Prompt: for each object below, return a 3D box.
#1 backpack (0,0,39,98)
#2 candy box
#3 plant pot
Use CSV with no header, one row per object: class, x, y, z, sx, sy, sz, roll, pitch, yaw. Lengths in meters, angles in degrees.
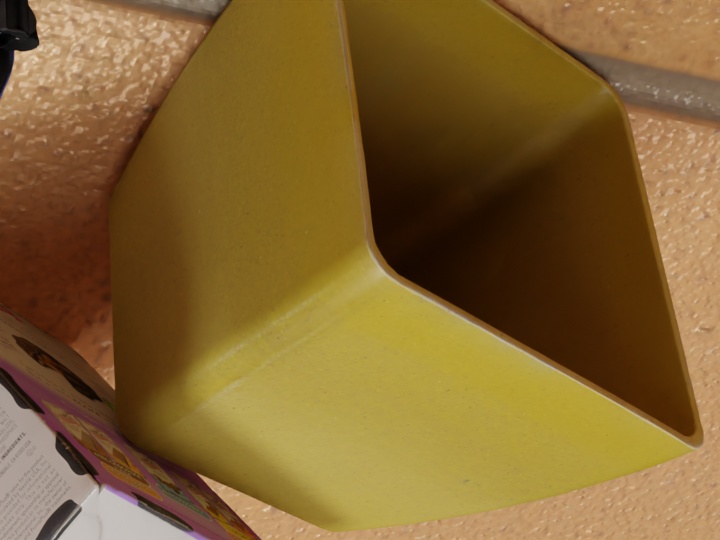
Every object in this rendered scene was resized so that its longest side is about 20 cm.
backpack,-0.236,-0.080,0.751,0.134,0.183,0.200,-25,124,30
candy box,-0.137,0.081,0.895,0.072,0.200,0.168,-50,143,0
plant pot,0.000,0.000,0.905,0.176,0.200,0.200,-34,135,30
